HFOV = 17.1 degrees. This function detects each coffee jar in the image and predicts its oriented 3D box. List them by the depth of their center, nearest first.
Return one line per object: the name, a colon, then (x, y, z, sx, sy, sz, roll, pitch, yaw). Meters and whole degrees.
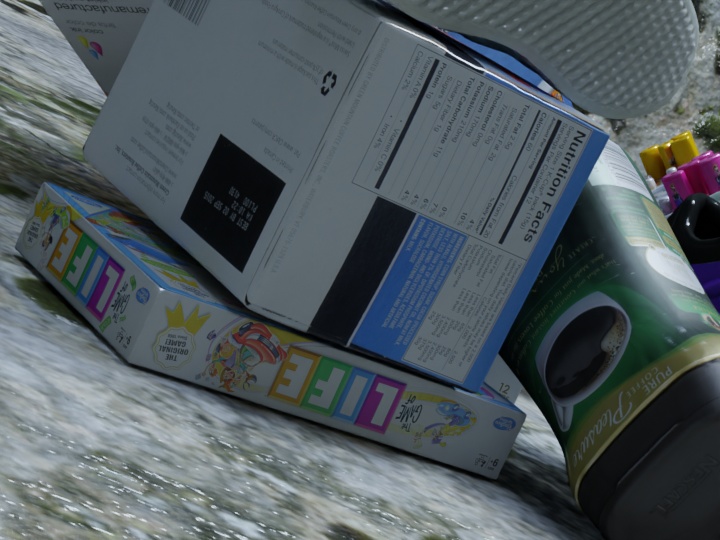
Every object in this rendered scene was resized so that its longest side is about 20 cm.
coffee jar: (0.117, 0.035, 1.075, 0.085, 0.104, 0.201, 21, 30, -43)

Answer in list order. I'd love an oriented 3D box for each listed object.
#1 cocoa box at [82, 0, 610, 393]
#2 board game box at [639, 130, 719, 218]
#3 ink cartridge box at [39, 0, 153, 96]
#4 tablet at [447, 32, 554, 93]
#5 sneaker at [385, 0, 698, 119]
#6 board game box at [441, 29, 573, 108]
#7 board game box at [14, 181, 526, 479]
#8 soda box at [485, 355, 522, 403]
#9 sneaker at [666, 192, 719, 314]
cocoa box: (-0.011, -0.055, 1.062, 0.131, 0.134, 0.200, 22, 9, -33)
board game box: (0.119, -0.026, 1.417, 0.200, 0.199, 0.026, -70, 136, -83)
ink cartridge box: (-0.067, -0.127, 1.251, 0.144, 0.084, 0.200, 5, -30, 26)
tablet: (0.062, -0.095, 1.197, 0.130, 0.200, 0.014, 1, -47, 54)
sneaker: (0.064, -0.128, 1.023, 0.199, 0.074, 0.082, 23, 13, -42)
board game box: (0.016, -0.126, 1.358, 0.199, 0.035, 0.135, 14, -18, 17)
board game box: (-0.040, 0.027, 1.059, 0.199, 0.034, 0.134, 21, 9, -34)
soda box: (0.000, 0.000, 1.259, 0.199, 0.064, 0.068, 23, 8, -11)
sneaker: (0.205, 0.022, 1.120, 0.069, 0.100, 0.200, 12, 15, -47)
